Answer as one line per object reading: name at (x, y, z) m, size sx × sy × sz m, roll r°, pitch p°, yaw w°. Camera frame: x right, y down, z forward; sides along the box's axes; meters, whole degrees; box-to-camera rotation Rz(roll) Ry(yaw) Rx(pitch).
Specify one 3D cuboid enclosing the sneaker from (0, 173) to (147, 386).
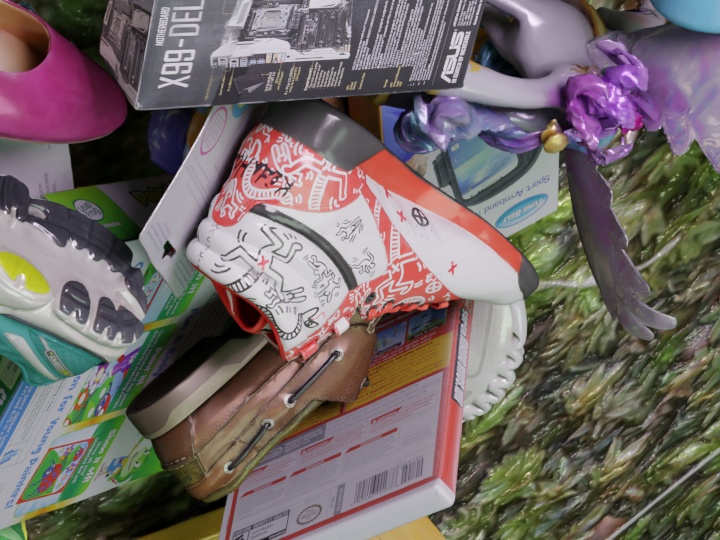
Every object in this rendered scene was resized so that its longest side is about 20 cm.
sneaker at (-0.183, -0.007, 0.906) m, size 0.079 × 0.078 × 0.200 m, roll -31°, pitch 129°, yaw 30°

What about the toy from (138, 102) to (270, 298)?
toy at (-0.060, -0.096, 0.976) m, size 0.201 × 0.047 × 0.115 m, roll -60°, pitch 169°, yaw -10°

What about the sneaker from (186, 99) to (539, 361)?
sneaker at (-0.001, -0.001, 1.016) m, size 0.201 × 0.067 × 0.108 m, roll 34°, pitch 89°, yaw -47°

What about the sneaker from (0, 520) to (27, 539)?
sneaker at (-0.260, 0.152, 1.092) m, size 0.199 × 0.084 × 0.074 m, roll -14°, pitch 140°, yaw -32°

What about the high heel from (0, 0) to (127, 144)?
high heel at (-0.163, -0.120, 0.856) m, size 0.199 × 0.068 × 0.096 m, roll 26°, pitch 123°, yaw -28°

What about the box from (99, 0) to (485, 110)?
box at (-0.012, -0.162, 0.846) m, size 0.157 × 0.050 × 0.201 m, roll -7°, pitch 131°, yaw -27°

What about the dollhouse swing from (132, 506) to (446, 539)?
dollhouse swing at (-0.044, 0.230, 1.306) m, size 0.175 × 0.182 × 0.200 m, roll -32°, pitch 159°, yaw -24°

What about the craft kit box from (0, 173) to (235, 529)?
craft kit box at (-0.125, 0.038, 1.086) m, size 0.197 × 0.049 × 0.201 m, roll -10°, pitch 138°, yaw -54°

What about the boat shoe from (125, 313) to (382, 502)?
boat shoe at (-0.026, 0.038, 1.098) m, size 0.200 × 0.072 × 0.068 m, roll -38°, pitch 102°, yaw -6°

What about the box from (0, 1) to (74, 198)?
box at (-0.226, -0.026, 0.961) m, size 0.199 × 0.036 × 0.145 m, roll -26°, pitch 145°, yaw -22°

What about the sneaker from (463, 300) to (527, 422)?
sneaker at (0.032, 0.062, 1.272) m, size 0.081 × 0.076 × 0.200 m, roll 7°, pitch 137°, yaw -30°

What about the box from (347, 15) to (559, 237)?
box at (0.055, -0.067, 1.181) m, size 0.118 × 0.042 × 0.201 m, roll -28°, pitch 143°, yaw -17°

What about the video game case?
video game case at (-0.005, 0.068, 1.116) m, size 0.142 × 0.201 × 0.017 m, roll -25°, pitch 124°, yaw 27°

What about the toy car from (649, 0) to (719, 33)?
toy car at (0.086, -0.210, 0.942) m, size 0.198 × 0.177 × 0.185 m, roll -11°, pitch 129°, yaw -18°

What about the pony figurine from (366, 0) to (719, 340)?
pony figurine at (0.105, -0.087, 1.033) m, size 0.199 × 0.194 × 0.167 m, roll 9°, pitch 136°, yaw -27°
